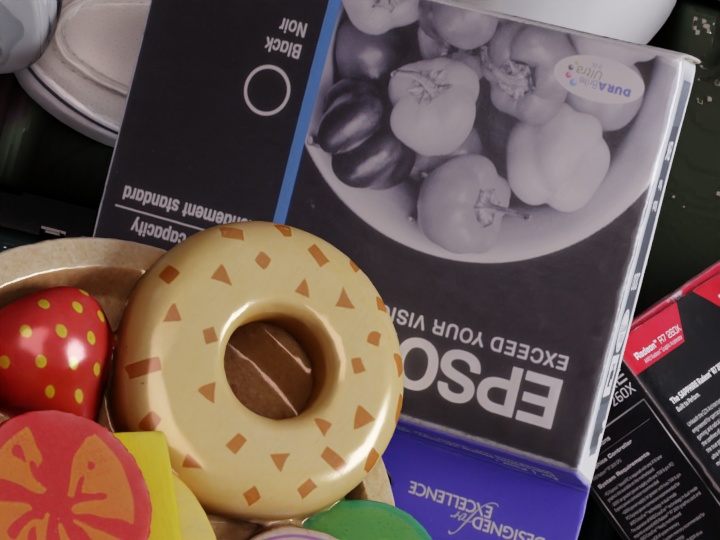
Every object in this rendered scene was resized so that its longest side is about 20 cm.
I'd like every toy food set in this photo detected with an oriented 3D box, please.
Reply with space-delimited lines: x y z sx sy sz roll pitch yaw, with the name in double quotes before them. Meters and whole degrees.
"toy food set" -0.065 0.080 0.744 0.199 0.049 0.199 0 69 -31

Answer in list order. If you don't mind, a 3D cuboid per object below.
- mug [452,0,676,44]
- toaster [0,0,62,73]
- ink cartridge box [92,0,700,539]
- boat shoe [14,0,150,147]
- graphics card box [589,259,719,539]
"mug" 0.055 -0.170 0.895 0.186 0.153 0.150 0 67 -10
"toaster" -0.177 -0.148 0.867 0.199 0.114 0.130 2 68 -6
"ink cartridge box" 0.000 0.000 0.832 0.197 0.043 0.201 15 96 19
"boat shoe" -0.035 -0.073 0.905 0.199 0.070 0.071 17 73 -6
"graphics card box" 0.159 0.099 0.874 0.200 0.051 0.125 53 33 6
